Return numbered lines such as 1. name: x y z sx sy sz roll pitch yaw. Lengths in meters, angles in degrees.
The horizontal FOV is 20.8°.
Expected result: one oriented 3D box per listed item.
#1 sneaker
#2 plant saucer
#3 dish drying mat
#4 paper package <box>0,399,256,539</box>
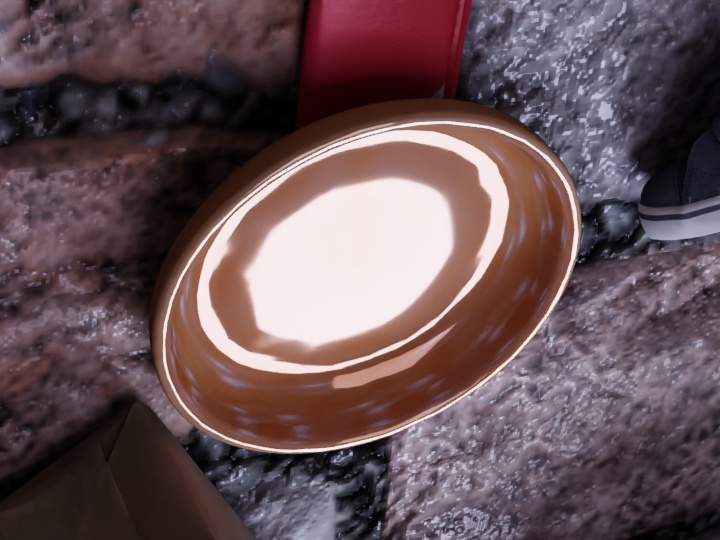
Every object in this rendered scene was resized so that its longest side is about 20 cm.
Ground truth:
1. sneaker: 0.210 -0.076 0.891 0.199 0.078 0.080 -19 101 29
2. plant saucer: 0.000 0.000 0.859 0.199 0.038 0.201 -15 137 -14
3. dish drying mat: 0.015 -0.117 0.814 0.077 0.018 0.201 -7 125 -23
4. paper package: -0.066 0.191 0.873 0.103 0.191 0.200 -33 131 0
